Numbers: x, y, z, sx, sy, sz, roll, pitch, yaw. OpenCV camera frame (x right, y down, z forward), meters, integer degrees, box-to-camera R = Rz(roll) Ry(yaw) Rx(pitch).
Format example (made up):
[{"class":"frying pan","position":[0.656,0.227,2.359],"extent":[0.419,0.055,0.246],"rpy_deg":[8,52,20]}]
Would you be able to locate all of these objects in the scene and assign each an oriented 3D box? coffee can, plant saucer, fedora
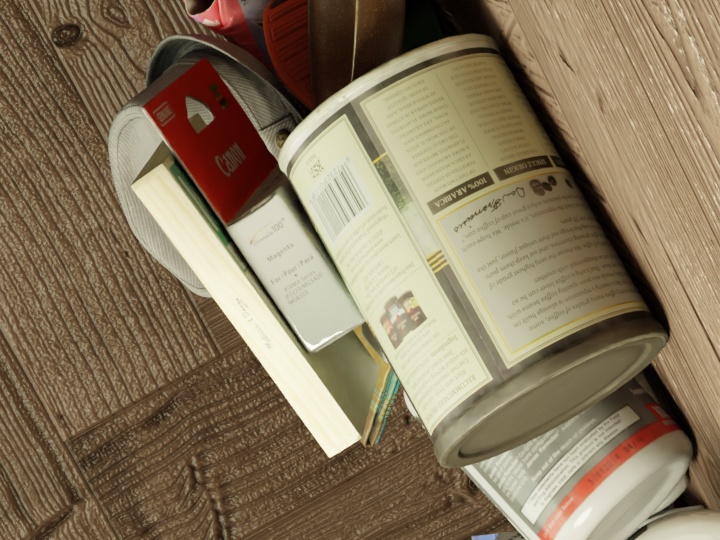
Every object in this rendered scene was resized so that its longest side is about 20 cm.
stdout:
[{"class":"coffee can","position":[0.063,-0.011,1.526],"extent":[0.201,0.146,0.146],"rpy_deg":[61,177,14]},{"class":"plant saucer","position":[-0.001,-0.169,1.611],"extent":[0.200,0.036,0.201],"rpy_deg":[-179,90,-81]},{"class":"fedora","position":[-0.099,-0.054,1.792],"extent":[0.177,0.090,0.201],"rpy_deg":[1,119,52]}]

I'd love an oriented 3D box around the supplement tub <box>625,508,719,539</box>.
[{"class":"supplement tub","position":[0.195,0.213,1.549],"extent":[0.123,0.122,0.200],"rpy_deg":[61,178,17]}]

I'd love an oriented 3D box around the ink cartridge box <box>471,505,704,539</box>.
[{"class":"ink cartridge box","position":[0.153,0.217,1.788],"extent":[0.199,0.039,0.100],"rpy_deg":[-14,98,42]}]

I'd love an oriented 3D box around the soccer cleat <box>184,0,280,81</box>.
[{"class":"soccer cleat","position":[-0.077,-0.172,1.798],"extent":[0.067,0.077,0.200],"rpy_deg":[1,138,43]}]

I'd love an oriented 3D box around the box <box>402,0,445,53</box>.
[{"class":"box","position":[0.039,-0.109,1.772],"extent":[0.144,0.036,0.201],"rpy_deg":[179,68,-80]}]

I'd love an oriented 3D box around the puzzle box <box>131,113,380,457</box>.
[{"class":"puzzle box","position":[-0.059,0.006,1.606],"extent":[0.200,0.025,0.133],"rpy_deg":[55,-166,-9]}]

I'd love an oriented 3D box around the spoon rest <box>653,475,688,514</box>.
[{"class":"spoon rest","position":[0.116,0.100,1.758],"extent":[0.200,0.061,0.099],"rpy_deg":[35,173,21]}]

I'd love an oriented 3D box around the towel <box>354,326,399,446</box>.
[{"class":"towel","position":[0.000,0.000,1.815],"extent":[0.147,0.022,0.201],"rpy_deg":[53,140,38]}]

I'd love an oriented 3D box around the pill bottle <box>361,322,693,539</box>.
[{"class":"pill bottle","position":[0.099,0.077,1.658],"extent":[0.200,0.116,0.116],"rpy_deg":[47,173,19]}]

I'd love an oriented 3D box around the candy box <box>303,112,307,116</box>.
[{"class":"candy box","position":[0.007,-0.083,1.902],"extent":[0.056,0.116,0.201],"rpy_deg":[108,141,-85]}]

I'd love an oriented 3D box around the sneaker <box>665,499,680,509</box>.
[{"class":"sneaker","position":[0.211,0.217,1.817],"extent":[0.113,0.071,0.200],"rpy_deg":[59,-179,-34]}]

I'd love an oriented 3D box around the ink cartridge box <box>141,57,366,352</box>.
[{"class":"ink cartridge box","position":[-0.048,-0.053,1.635],"extent":[0.174,0.043,0.200],"rpy_deg":[57,-167,-7]}]

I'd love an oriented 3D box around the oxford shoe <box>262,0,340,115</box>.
[{"class":"oxford shoe","position":[-0.005,-0.105,1.725],"extent":[0.200,0.071,0.073],"rpy_deg":[59,172,37]}]
